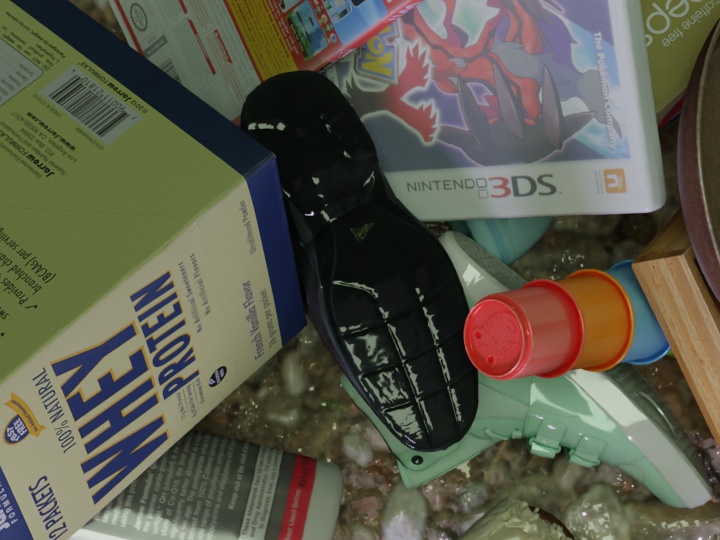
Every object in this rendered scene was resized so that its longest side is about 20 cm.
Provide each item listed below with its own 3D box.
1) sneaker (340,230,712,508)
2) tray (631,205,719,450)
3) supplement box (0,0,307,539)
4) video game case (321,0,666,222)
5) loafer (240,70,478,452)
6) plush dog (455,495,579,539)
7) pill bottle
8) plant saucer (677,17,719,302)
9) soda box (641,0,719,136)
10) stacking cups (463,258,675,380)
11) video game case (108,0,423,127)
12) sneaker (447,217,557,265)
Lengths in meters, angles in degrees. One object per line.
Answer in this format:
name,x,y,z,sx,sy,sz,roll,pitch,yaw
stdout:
sneaker,0.083,0.083,1.035,0.200,0.074,0.118,39,105,-10
tray,0.211,0.055,0.995,0.099,0.037,0.201,-43,111,-40
supplement box,-0.167,-0.003,0.935,0.199,0.135,0.200,37,65,28
video game case,0.051,-0.123,0.958,0.181,0.023,0.202,-2,104,35
loafer,0.000,0.000,0.980,0.072,0.072,0.202,-20,76,-15
plush dog,0.071,0.228,0.961,0.160,0.200,0.172,-40,86,10
pill bottle,-0.114,0.130,0.993,0.198,0.111,0.112,14,83,-1
plant saucer,0.210,-0.042,0.962,0.199,0.036,0.203,11,74,-43
soda box,0.170,-0.129,1.013,0.200,0.068,0.064,-39,79,-18
stacking cups,0.129,0.019,0.977,0.060,0.199,0.061,4,96,39
video game case,-0.059,-0.159,1.002,0.017,0.199,0.144,-20,83,-45
sneaker,0.018,-0.077,1.039,0.200,0.074,0.082,40,80,3
